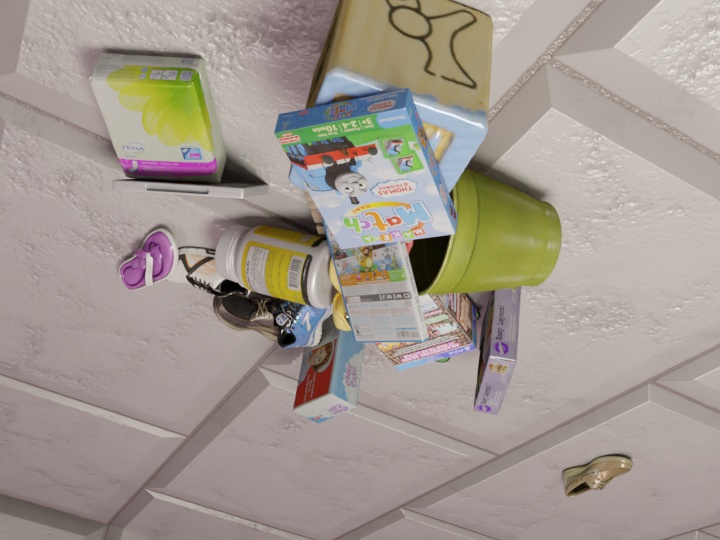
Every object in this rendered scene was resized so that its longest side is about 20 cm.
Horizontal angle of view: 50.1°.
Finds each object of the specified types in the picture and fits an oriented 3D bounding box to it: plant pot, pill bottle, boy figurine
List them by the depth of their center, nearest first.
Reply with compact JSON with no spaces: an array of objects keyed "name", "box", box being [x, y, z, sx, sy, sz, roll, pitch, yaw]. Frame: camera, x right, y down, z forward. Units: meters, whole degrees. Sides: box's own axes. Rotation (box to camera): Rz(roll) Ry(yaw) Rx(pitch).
[{"name":"plant pot","box":[0.183,-0.052,1.138,0.192,0.201,0.201,7,145,-17]},{"name":"boy figurine","box":[0.000,0.000,1.227,0.124,0.201,0.064,23,-179,-37]},{"name":"pill bottle","box":[-0.133,-0.012,1.277,0.199,0.114,0.114,13,147,25]}]

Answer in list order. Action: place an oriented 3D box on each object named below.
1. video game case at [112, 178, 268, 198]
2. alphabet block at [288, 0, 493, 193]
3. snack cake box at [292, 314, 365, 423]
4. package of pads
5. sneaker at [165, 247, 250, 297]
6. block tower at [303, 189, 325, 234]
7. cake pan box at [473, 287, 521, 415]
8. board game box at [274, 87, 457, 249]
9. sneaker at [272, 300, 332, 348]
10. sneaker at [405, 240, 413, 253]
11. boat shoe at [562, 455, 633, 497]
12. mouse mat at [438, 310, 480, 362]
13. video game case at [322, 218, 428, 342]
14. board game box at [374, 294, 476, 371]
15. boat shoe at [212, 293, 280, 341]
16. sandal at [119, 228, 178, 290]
[{"name":"video game case","box":[-0.255,-0.127,1.182,0.199,0.143,0.018,5,99,7]},{"name":"alphabet block","box":[0.037,-0.207,0.938,0.195,0.200,0.197,19,142,-11]},{"name":"snack cake box","box":[-0.054,0.174,1.462,0.067,0.200,0.115,33,138,-30]},{"name":"package of pads","box":[-0.288,-0.216,1.109,0.154,0.068,0.200,4,142,5]},{"name":"sneaker","box":[-0.276,0.007,1.393,0.199,0.080,0.074,-3,144,19]},{"name":"block tower","box":[-0.054,-0.131,1.178,0.054,0.058,0.200,0,141,13]},{"name":"cake pan box","box":[0.240,0.130,1.352,0.052,0.185,0.200,10,144,7]},{"name":"board game box","box":[0.012,-0.107,0.878,0.151,0.037,0.200,-7,141,21]},{"name":"sneaker","box":[-0.107,0.075,1.404,0.089,0.079,0.200,-15,139,-34]},{"name":"sneaker","box":[0.054,-0.074,1.145,0.074,0.201,0.087,-5,-161,-33]},{"name":"boat shoe","box":[0.574,0.502,1.868,0.072,0.065,0.200,30,139,-25]},{"name":"mouse mat","box":[0.124,0.112,1.480,0.160,0.008,0.200,15,141,-7]},{"name":"video game case","box":[0.020,0.010,1.137,0.143,0.018,0.201,-6,103,46]},{"name":"board game box","box":[0.089,0.065,1.347,0.159,0.097,0.200,-19,130,26]},{"name":"boat shoe","box":[-0.191,0.076,1.461,0.073,0.075,0.200,-26,149,31]},{"name":"sandal","box":[-0.391,-0.006,1.397,0.203,0.050,0.083,-35,89,44]}]
